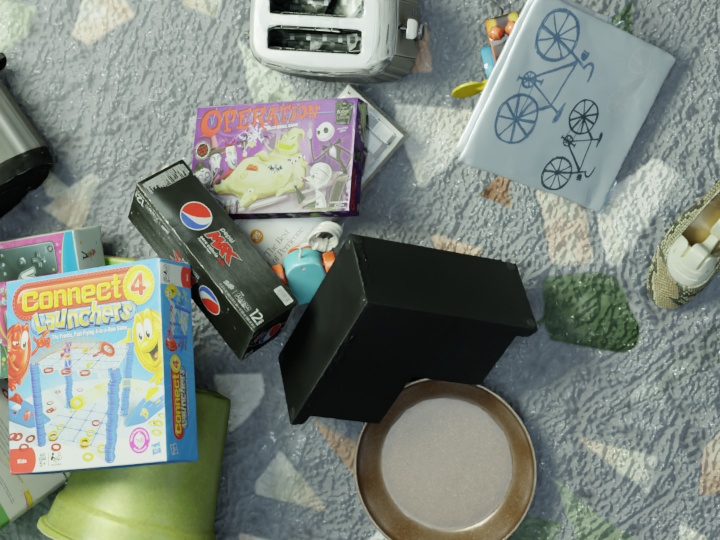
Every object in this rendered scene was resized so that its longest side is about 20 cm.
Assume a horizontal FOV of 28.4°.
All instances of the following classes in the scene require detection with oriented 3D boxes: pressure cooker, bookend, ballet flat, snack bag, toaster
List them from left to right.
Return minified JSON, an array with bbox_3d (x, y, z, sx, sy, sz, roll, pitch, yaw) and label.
[{"bbox_3d":[-0.448,-0.144,1.509,0.178,0.176,0.201,-35,89,27],"label":"pressure cooker"},{"bbox_3d":[-0.036,-0.253,1.457,0.197,0.129,0.115,6,97,8],"label":"toaster"},{"bbox_3d":[0.045,0.075,1.475,0.198,0.093,0.200,9,135,-24],"label":"bookend"},{"bbox_3d":[0.211,-0.169,1.429,0.198,0.021,0.190,17,105,-30],"label":"snack bag"},{"bbox_3d":[0.361,-0.044,1.447,0.068,0.075,0.201,37,101,2],"label":"ballet flat"}]

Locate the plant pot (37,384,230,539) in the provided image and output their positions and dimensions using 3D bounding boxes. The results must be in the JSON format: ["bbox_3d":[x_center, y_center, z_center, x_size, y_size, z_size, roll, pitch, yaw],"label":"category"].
[{"bbox_3d":[-0.224,0.208,1.520,0.198,0.200,0.186,15,87,7],"label":"plant pot"}]

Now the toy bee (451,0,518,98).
[{"bbox_3d":[0.147,-0.215,1.444,0.130,0.109,0.201,-36,91,11],"label":"toy bee"}]

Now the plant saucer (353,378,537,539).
[{"bbox_3d":[0.092,0.211,1.537,0.198,0.037,0.203,1,97,9],"label":"plant saucer"}]

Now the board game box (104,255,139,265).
[{"bbox_3d":[-0.302,0.083,1.587,0.094,0.030,0.203,7,95,9],"label":"board game box"}]

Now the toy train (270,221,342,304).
[{"bbox_3d":[0.000,0.000,1.493,0.199,0.056,0.150,24,126,-34],"label":"toy train"}]

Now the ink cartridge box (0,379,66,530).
[{"bbox_3d":[-0.421,0.212,1.533,0.083,0.200,0.146,-31,91,14],"label":"ink cartridge box"}]

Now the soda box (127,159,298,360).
[{"bbox_3d":[-0.152,-0.012,1.453,0.063,0.071,0.201,-32,75,-30],"label":"soda box"}]

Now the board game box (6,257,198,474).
[{"bbox_3d":[-0.262,0.099,1.426,0.198,0.056,0.199,-9,80,26],"label":"board game box"}]

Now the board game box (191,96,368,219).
[{"bbox_3d":[-0.089,-0.115,1.486,0.198,0.032,0.122,-1,76,28],"label":"board game box"}]

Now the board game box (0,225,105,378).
[{"bbox_3d":[-0.372,0.039,1.555,0.198,0.064,0.150,-9,92,18],"label":"board game box"}]

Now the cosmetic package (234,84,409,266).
[{"bbox_3d":[-0.044,-0.096,1.515,0.082,0.051,0.200,41,101,4],"label":"cosmetic package"}]
